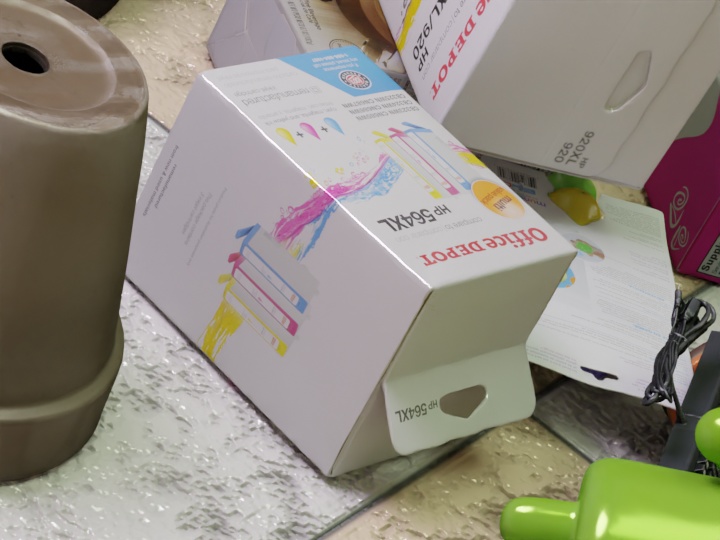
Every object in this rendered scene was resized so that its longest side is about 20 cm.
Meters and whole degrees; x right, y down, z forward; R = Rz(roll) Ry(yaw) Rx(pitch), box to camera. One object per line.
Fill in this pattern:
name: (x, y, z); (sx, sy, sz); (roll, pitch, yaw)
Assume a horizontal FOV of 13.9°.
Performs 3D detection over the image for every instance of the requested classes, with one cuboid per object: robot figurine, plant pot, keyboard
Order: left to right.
plant pot: (-0.180, -0.031, 1.344); (0.200, 0.174, 0.200); (21, 32, -14)
keyboard: (0.172, 0.088, 1.510); (0.021, 0.127, 0.200); (-9, 25, 22)
robot figurine: (0.159, 0.153, 1.367); (0.200, 0.176, 0.116); (12, -8, 3)

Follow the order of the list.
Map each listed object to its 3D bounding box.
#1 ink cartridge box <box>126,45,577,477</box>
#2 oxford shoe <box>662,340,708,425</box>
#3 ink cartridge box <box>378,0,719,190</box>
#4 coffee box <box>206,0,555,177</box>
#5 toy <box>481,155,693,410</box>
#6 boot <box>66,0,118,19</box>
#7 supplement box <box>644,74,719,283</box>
ink cartridge box: (0.000, 0.000, 1.486); (0.200, 0.125, 0.128); (43, 33, 25)
oxford shoe: (0.230, 0.052, 1.672); (0.200, 0.071, 0.073); (-15, 18, -40)
ink cartridge box: (0.106, -0.173, 1.652); (0.145, 0.147, 0.200); (11, 38, -27)
coffee box: (0.026, -0.111, 1.718); (0.200, 0.080, 0.113); (9, 36, -29)
toy: (0.118, 0.017, 1.632); (0.115, 0.047, 0.200); (18, 34, -12)
boot: (-0.205, -0.232, 1.730); (0.200, 0.064, 0.186); (40, 19, 13)
supplement box: (0.287, -0.042, 1.803); (0.200, 0.103, 0.101); (16, 33, -21)
